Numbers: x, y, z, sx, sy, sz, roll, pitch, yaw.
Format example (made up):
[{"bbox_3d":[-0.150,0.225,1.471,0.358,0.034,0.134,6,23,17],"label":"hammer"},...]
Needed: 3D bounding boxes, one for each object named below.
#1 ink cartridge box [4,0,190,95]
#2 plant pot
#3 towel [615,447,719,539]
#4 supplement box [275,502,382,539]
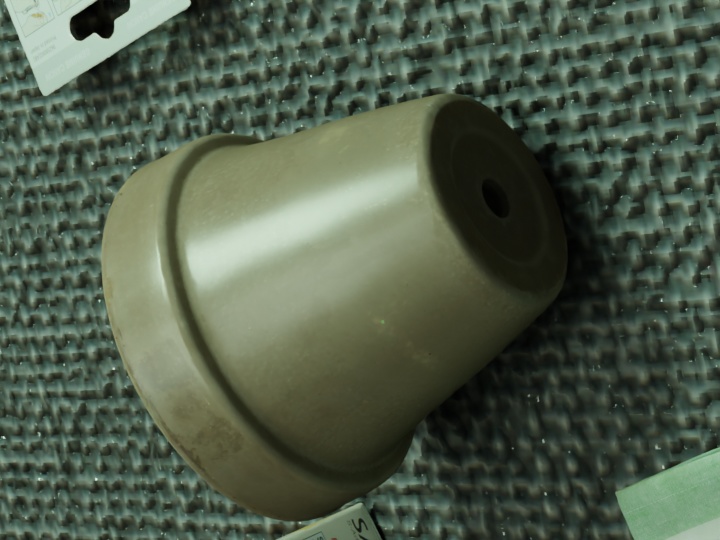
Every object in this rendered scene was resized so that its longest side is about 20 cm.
[{"bbox_3d":[-0.162,-0.220,1.621,0.162,0.057,0.200,-25,92,50],"label":"ink cartridge box"},{"bbox_3d":[0.000,0.000,1.409,0.174,0.200,0.201,-29,80,32],"label":"plant pot"},{"bbox_3d":[0.203,0.176,1.343,0.152,0.023,0.201,-31,79,50],"label":"towel"},{"bbox_3d":[-0.086,0.204,1.547,0.126,0.200,0.074,-33,81,48],"label":"supplement box"}]
